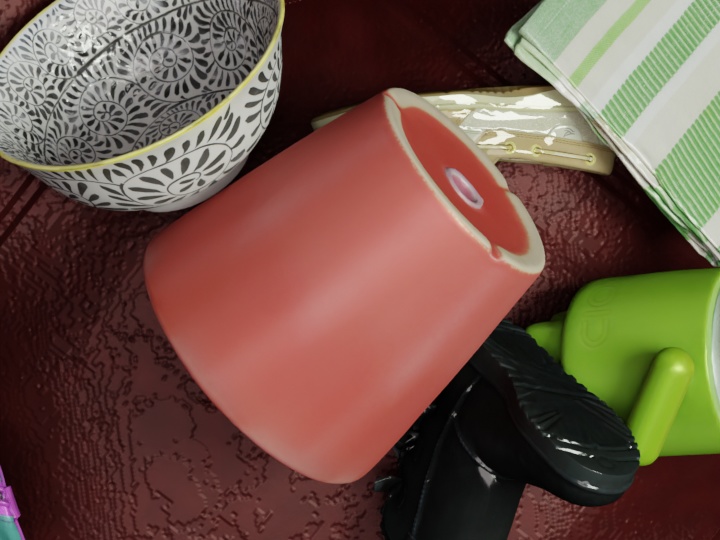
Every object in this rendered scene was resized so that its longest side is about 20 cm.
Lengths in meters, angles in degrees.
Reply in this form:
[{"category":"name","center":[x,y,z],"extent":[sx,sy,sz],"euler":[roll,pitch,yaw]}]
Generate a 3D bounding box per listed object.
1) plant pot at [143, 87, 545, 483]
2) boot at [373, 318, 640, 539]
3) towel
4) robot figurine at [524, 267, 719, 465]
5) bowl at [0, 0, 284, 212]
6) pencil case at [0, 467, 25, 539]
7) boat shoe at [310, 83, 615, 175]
[{"category":"plant pot","center":[0.000,0.000,1.254],"extent":[0.177,0.200,0.200],"euler":[-40,99,19]},{"category":"boot","center":[0.084,0.136,1.292],"extent":[0.073,0.198,0.163],"euler":[9,113,-30]},{"category":"towel","center":[0.200,-0.119,1.332],"extent":[0.200,0.023,0.153],"euler":[46,62,-7]},{"category":"robot figurine","center":[0.205,0.058,1.319],"extent":[0.199,0.175,0.116],"euler":[-6,94,29]},{"category":"bowl","center":[-0.123,-0.099,1.282],"extent":[0.200,0.201,0.094],"euler":[-27,130,0]},{"category":"pencil case","center":[-0.311,0.162,1.297],"extent":[0.199,0.092,0.085],"euler":[-9,69,-31]},{"category":"boat shoe","center":[0.069,-0.082,1.333],"extent":[0.199,0.074,0.067],"euler":[-5,93,-3]}]
